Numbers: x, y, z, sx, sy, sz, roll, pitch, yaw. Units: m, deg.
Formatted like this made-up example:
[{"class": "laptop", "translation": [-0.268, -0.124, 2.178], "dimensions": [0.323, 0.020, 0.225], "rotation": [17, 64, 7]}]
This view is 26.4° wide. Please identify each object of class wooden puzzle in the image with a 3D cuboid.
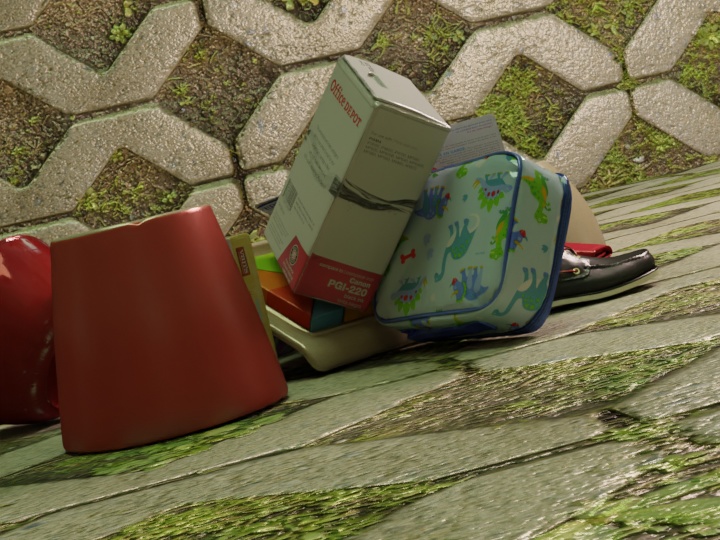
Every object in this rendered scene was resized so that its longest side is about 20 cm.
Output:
[{"class": "wooden puzzle", "translation": [-0.041, 0.019, 1.514], "dimensions": [0.184, 0.037, 0.200], "rotation": [-15, 38, -42]}]

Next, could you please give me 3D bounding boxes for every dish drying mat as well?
[{"class": "dish drying mat", "translation": [0.176, -0.022, 1.722], "dimensions": [0.199, 0.018, 0.077], "rotation": [3, 11, 25]}]

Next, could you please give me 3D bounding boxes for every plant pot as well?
[{"class": "plant pot", "translation": [0.213, -0.070, 2.021], "dimensions": [0.199, 0.135, 0.200], "rotation": [-13, 3, 1]}, {"class": "plant pot", "translation": [-0.177, 0.044, 1.319], "dimensions": [0.199, 0.179, 0.200], "rotation": [-13, 3, 1]}]

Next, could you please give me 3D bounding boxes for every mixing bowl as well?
[{"class": "mixing bowl", "translation": [-0.325, 0.076, 1.543], "dimensions": [0.108, 0.201, 0.200], "rotation": [21, 19, 25]}]

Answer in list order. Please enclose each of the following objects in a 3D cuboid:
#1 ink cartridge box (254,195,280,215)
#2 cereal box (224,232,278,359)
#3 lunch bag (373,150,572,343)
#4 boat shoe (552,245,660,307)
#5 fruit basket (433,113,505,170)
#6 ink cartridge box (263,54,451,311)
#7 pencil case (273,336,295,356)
[{"class": "ink cartridge box", "translation": [0.015, -0.079, 1.694], "dimensions": [0.199, 0.041, 0.200], "rotation": [-18, -29, 25]}, {"class": "cereal box", "translation": [-0.177, 0.053, 1.464], "dimensions": [0.199, 0.145, 0.039], "rotation": [-12, 3, 32]}, {"class": "lunch bag", "translation": [0.099, -0.014, 1.406], "dimensions": [0.082, 0.162, 0.200], "rotation": [21, -19, -31]}, {"class": "boat shoe", "translation": [0.194, 0.006, 1.495], "dimensions": [0.200, 0.064, 0.074], "rotation": [-12, 1, -8]}, {"class": "fruit basket", "translation": [0.073, -0.068, 1.596], "dimensions": [0.184, 0.201, 0.094], "rotation": [-14, 36, 11]}, {"class": "ink cartridge box", "translation": [-0.007, -0.085, 1.460], "dimensions": [0.084, 0.201, 0.146], "rotation": [15, 20, -22]}, {"class": "pencil case", "translation": [-0.077, 0.052, 1.577], "dimensions": [0.084, 0.086, 0.199], "rotation": [-1, 10, 44]}]
